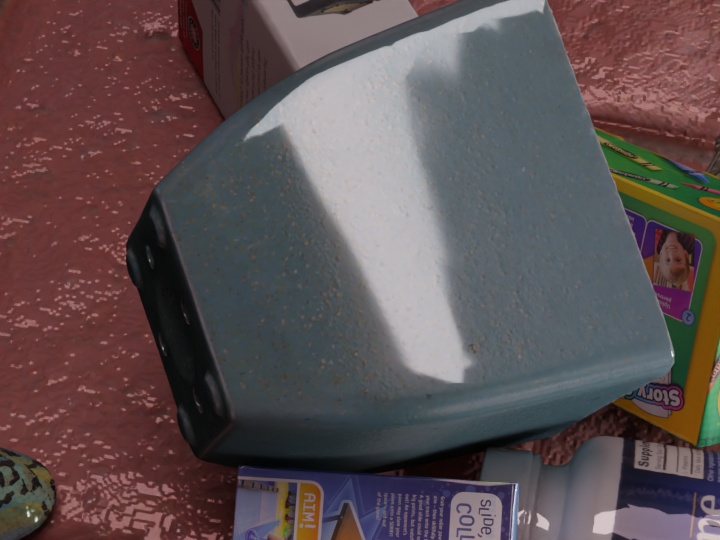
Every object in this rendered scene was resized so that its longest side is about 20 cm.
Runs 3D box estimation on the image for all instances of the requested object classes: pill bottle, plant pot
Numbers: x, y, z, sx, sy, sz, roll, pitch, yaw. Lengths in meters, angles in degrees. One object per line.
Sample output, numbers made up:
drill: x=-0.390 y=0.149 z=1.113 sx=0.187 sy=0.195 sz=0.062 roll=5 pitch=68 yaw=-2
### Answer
pill bottle: x=0.155 y=0.143 z=1.090 sx=0.199 sy=0.111 sz=0.111 roll=9 pitch=53 yaw=6
plant pot: x=0.000 y=0.000 z=1.057 sx=0.200 sy=0.196 sz=0.196 roll=-16 pitch=80 yaw=-17

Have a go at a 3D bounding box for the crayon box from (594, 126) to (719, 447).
crayon box: x=0.130 y=-0.003 z=1.155 sx=0.058 sy=0.119 sz=0.200 roll=-11 pitch=28 yaw=-43

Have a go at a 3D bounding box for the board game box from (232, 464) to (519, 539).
board game box: x=0.003 y=0.196 z=1.031 sx=0.135 sy=0.034 sz=0.201 roll=4 pitch=82 yaw=6

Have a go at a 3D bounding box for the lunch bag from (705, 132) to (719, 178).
lunch bag: x=0.265 y=0.006 z=1.190 sx=0.200 sy=0.139 sz=0.168 roll=31 pitch=76 yaw=22

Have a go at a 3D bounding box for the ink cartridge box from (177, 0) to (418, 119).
ink cartridge box: x=-0.032 y=-0.127 z=1.268 sx=0.083 sy=0.146 sz=0.200 roll=-19 pitch=56 yaw=-18

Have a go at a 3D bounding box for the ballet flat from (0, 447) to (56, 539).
ballet flat: x=-0.259 y=0.109 z=1.132 sx=0.199 sy=0.074 sz=0.074 roll=-3 pitch=53 yaw=-4
